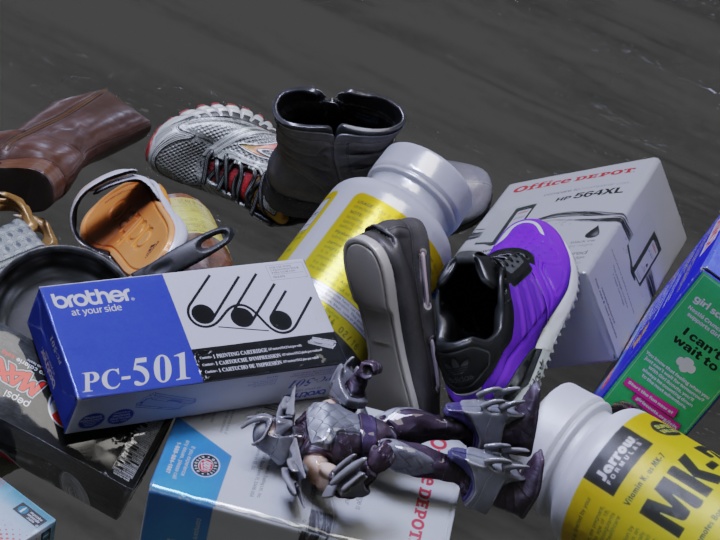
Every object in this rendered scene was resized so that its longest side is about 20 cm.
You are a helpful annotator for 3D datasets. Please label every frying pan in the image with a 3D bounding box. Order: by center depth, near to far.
[{"bbox_3d":[-0.193,0.011,1.477,0.115,0.031,0.190,38,70,1],"label":"frying pan"}]

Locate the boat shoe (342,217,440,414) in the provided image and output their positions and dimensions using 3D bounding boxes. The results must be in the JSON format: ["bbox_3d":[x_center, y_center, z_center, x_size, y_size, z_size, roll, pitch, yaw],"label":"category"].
[{"bbox_3d":[0.035,0.057,1.468,0.057,0.200,0.067,-25,29,-32],"label":"boat shoe"}]

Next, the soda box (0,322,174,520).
[{"bbox_3d":[-0.233,0.089,1.397,0.200,0.071,0.063,30,60,-2],"label":"soda box"}]

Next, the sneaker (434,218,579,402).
[{"bbox_3d":[0.099,0.014,1.463,0.070,0.100,0.200,-12,37,29],"label":"sneaker"}]

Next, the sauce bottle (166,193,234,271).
[{"bbox_3d":[-0.131,-0.003,1.574,0.066,0.066,0.200,4,17,-13],"label":"sauce bottle"}]

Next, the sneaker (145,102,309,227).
[{"bbox_3d":[-0.084,-0.085,1.734,0.200,0.078,0.082,10,36,-4],"label":"sneaker"}]

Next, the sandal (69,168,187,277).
[{"bbox_3d":[-0.187,-0.045,1.584,0.059,0.079,0.207,42,-5,-23],"label":"sandal"}]

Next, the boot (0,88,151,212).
[{"bbox_3d":[-0.294,-0.110,1.724,0.186,0.064,0.200,13,28,13],"label":"boot"}]

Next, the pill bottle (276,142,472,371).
[{"bbox_3d":[0.000,0.000,1.552,0.111,0.111,0.200,27,64,19],"label":"pill bottle"}]

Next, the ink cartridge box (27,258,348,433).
[{"bbox_3d":[-0.117,0.050,1.396,0.200,0.044,0.094,-6,56,-28],"label":"ink cartridge box"}]

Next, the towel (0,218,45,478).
[{"bbox_3d":[-0.273,0.062,1.481,0.200,0.035,0.193,-23,66,-42],"label":"towel"}]

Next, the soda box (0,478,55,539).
[{"bbox_3d":[-0.295,0.149,1.351,0.200,0.064,0.068,33,41,25],"label":"soda box"}]

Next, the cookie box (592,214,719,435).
[{"bbox_3d":[0.257,0.045,1.548,0.075,0.200,0.171,35,38,4],"label":"cookie box"}]

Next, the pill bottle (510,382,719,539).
[{"bbox_3d":[0.207,0.169,1.443,0.200,0.114,0.114,31,39,24],"label":"pill bottle"}]

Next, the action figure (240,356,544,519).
[{"bbox_3d":[0.019,0.110,1.358,0.200,0.069,0.130,5,40,-8],"label":"action figure"}]

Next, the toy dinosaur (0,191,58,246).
[{"bbox_3d":[-0.256,-0.001,1.597,0.200,0.060,0.106,1,62,-9],"label":"toy dinosaur"}]

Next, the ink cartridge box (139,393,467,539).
[{"bbox_3d":[-0.038,0.158,1.403,0.200,0.084,0.145,15,34,2],"label":"ink cartridge box"}]

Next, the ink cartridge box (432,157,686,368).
[{"bbox_3d":[0.160,-0.003,1.642,0.146,0.084,0.200,-9,25,30],"label":"ink cartridge box"}]

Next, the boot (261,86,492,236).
[{"bbox_3d":[0.022,-0.089,1.648,0.200,0.132,0.070,1,60,-11],"label":"boot"}]
